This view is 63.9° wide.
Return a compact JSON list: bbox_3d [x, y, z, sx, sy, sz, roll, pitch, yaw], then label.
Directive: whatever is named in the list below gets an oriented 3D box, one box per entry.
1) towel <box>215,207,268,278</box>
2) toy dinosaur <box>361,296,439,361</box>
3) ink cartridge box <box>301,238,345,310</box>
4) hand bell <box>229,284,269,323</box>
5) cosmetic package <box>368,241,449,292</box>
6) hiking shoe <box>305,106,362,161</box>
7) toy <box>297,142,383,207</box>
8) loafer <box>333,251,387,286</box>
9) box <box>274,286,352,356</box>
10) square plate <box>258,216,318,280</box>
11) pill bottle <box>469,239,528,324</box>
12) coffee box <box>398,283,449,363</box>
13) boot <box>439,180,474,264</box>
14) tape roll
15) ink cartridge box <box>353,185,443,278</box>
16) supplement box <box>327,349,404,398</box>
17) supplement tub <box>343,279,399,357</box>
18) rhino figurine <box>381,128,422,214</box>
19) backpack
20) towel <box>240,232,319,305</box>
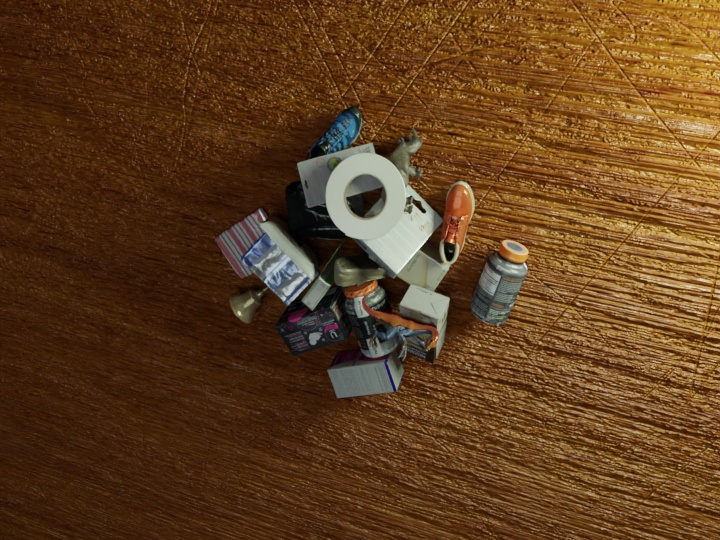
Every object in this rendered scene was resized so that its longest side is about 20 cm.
[{"bbox_3d":[-0.318,-0.078,1.685,0.197,0.030,0.148,-28,103,24],"label":"towel"},{"bbox_3d":[0.106,0.153,1.469,0.178,0.105,0.203,-19,109,30],"label":"toy dinosaur"},{"bbox_3d":[-0.075,-0.003,1.568,0.048,0.146,0.201,38,120,-3],"label":"ink cartridge box"},{"bbox_3d":[-0.286,0.058,1.718,0.198,0.104,0.105,-37,100,15],"label":"hand bell"},{"bbox_3d":[0.132,-0.034,1.528,0.197,0.073,0.105,32,120,3],"label":"cosmetic package"},{"bbox_3d":[-0.066,-0.321,1.450,0.074,0.087,0.200,40,120,-4],"label":"hiking shoe"},{"bbox_3d":[-0.049,-0.233,1.436,0.195,0.047,0.118,-16,80,1],"label":"toy"},{"bbox_3d":[0.000,0.000,1.530,0.076,0.197,0.069,53,128,32],"label":"loafer"},{"bbox_3d":[-0.122,0.144,1.662,0.196,0.133,0.117,-19,111,25],"label":"box"},{"bbox_3d":[-0.182,-0.071,1.554,0.028,0.198,0.200,-42,97,8],"label":"square plate"},{"bbox_3d":[0.356,0.027,1.462,0.104,0.107,0.204,20,119,8],"label":"pill bottle"},{"bbox_3d":[0.168,0.146,1.548,0.112,0.080,0.203,20,142,20],"label":"coffee box"},{"bbox_3d":[0.237,-0.115,1.436,0.073,0.107,0.205,10,116,15],"label":"boot"},{"bbox_3d":[0.012,-0.177,1.384,0.197,0.037,0.209,0,97,1],"label":"tape roll"},{"bbox_3d":[0.091,-0.109,1.465,0.160,0.200,0.047,43,161,2],"label":"ink cartridge box"},{"bbox_3d":[0.016,0.298,1.705,0.195,0.102,0.106,-13,110,23],"label":"supplement box"},{"bbox_3d":[0.029,0.127,1.608,0.120,0.123,0.204,-12,111,23],"label":"supplement tub"},{"bbox_3d":[0.106,-0.249,1.422,0.085,0.060,0.206,12,96,-8],"label":"rhino figurine"},{"bbox_3d":[-0.089,-0.159,1.513,0.194,0.128,0.170,6,128,14],"label":"backpack"},{"bbox_3d":[-0.230,-0.011,1.653,0.146,0.024,0.200,-42,105,11],"label":"towel"}]
